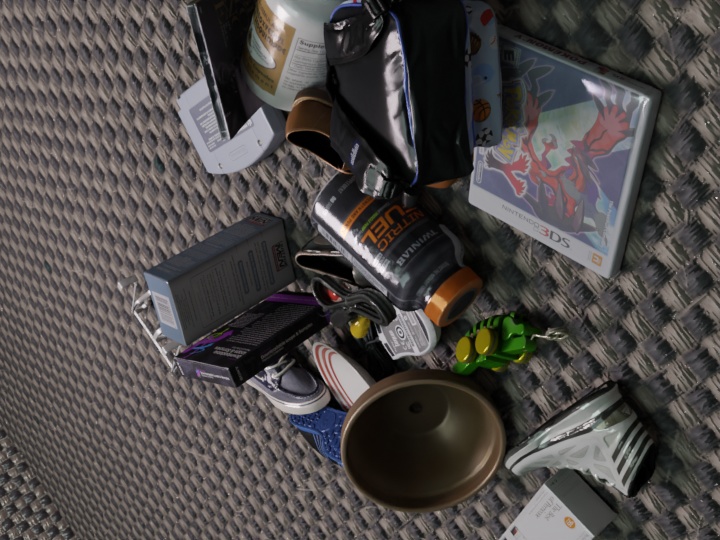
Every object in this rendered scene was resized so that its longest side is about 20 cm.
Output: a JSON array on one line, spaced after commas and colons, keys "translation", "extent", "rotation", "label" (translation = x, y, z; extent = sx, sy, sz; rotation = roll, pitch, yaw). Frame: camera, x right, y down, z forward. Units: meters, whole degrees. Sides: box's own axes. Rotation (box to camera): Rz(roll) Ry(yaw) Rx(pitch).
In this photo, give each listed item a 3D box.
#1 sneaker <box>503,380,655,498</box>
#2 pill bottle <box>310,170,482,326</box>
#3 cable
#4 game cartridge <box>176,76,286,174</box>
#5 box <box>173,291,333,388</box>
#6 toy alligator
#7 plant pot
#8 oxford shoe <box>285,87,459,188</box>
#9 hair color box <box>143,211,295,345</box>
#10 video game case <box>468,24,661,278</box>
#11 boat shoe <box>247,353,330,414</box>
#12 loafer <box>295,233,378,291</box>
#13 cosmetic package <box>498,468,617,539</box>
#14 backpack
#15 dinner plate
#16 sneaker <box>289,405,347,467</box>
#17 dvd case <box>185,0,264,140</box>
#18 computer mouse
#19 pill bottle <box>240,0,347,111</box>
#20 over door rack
[{"translation": [0.240, 0.210, 1.069], "extent": [0.116, 0.076, 0.201], "rotation": [54, 143, 11], "label": "sneaker"}, {"translation": [0.045, -0.027, 1.113], "extent": [0.200, 0.106, 0.106], "rotation": [43, 143, 21], "label": "pill bottle"}, {"translation": [-0.004, 0.032, 1.184], "extent": [0.097, 0.050, 0.200], "rotation": [57, 158, 0], "label": "cable"}, {"translation": [-0.172, -0.202, 1.318], "extent": [0.200, 0.041, 0.134], "rotation": [-16, 106, 55], "label": "game cartridge"}, {"translation": [-0.138, 0.090, 1.346], "extent": [0.143, 0.200, 0.036], "rotation": [2, 118, 51], "label": "box"}, {"translation": [0.163, 0.070, 1.086], "extent": [0.200, 0.059, 0.055], "rotation": [-33, 48, 56], "label": "toy alligator"}, {"translation": [0.073, 0.192, 1.215], "extent": [0.093, 0.200, 0.202], "rotation": [-98, 0, -61], "label": "plant pot"}, {"translation": [0.012, -0.123, 1.055], "extent": [0.199, 0.071, 0.071], "rotation": [19, 142, -1], "label": "oxford shoe"}, {"translation": [-0.188, 0.008, 1.347], "extent": [0.060, 0.200, 0.099], "rotation": [18, 128, 43], "label": "hair color box"}, {"translation": [0.186, -0.113, 0.944], "extent": [0.182, 0.023, 0.201], "rotation": [33, 137, 33], "label": "video game case"}, {"translation": [-0.129, 0.144, 1.483], "extent": [0.200, 0.075, 0.093], "rotation": [17, 135, 45], "label": "boat shoe"}, {"translation": [0.000, 0.000, 1.226], "extent": [0.200, 0.063, 0.072], "rotation": [18, 128, 44], "label": "loafer"}, {"translation": [0.227, 0.321, 1.191], "extent": [0.083, 0.051, 0.200], "rotation": [44, 143, 20], "label": "cosmetic package"}, {"translation": [0.043, -0.185, 0.945], "extent": [0.190, 0.153, 0.201], "rotation": [32, 129, 56], "label": "backpack"}, {"translation": [0.003, 0.176, 1.358], "extent": [0.200, 0.024, 0.200], "rotation": [46, 159, 24], "label": "dinner plate"}, {"translation": [-0.027, 0.248, 1.432], "extent": [0.078, 0.070, 0.200], "rotation": [48, 168, -32], "label": "sneaker"}, {"translation": [-0.140, -0.251, 1.123], "extent": [0.016, 0.200, 0.149], "rotation": [-6, 115, 14], "label": "dvd case"}, {"translation": [0.052, 0.077, 1.240], "extent": [0.200, 0.044, 0.110], "rotation": [-22, 93, 61], "label": "computer mouse"}, {"translation": [-0.054, -0.275, 1.044], "extent": [0.114, 0.114, 0.200], "rotation": [48, 144, 15], "label": "pill bottle"}, {"translation": [-0.344, 0.090, 1.709], "extent": [0.148, 0.066, 0.200], "rotation": [53, 166, 9], "label": "over door rack"}]
